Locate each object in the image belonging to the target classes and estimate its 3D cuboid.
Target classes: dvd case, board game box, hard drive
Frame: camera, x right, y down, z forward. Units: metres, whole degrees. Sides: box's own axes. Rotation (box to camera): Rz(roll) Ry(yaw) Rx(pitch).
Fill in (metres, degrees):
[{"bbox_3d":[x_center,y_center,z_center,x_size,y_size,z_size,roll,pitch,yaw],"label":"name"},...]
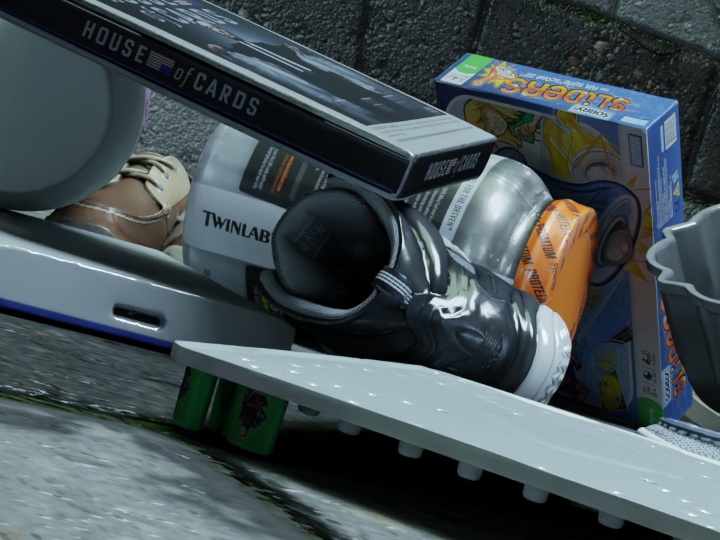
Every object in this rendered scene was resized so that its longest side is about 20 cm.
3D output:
[{"bbox_3d":[-0.049,-0.085,0.781,0.200,0.025,0.150,27,14,12],"label":"dvd case"},{"bbox_3d":[0.067,0.067,0.581,0.200,0.026,0.200,17,3,25],"label":"board game box"},{"bbox_3d":[-0.122,0.002,0.809,0.132,0.025,0.200,16,2,-22],"label":"hard drive"},{"bbox_3d":[0.115,-0.014,1.011,0.135,0.200,0.034,18,42,35],"label":"board game box"}]

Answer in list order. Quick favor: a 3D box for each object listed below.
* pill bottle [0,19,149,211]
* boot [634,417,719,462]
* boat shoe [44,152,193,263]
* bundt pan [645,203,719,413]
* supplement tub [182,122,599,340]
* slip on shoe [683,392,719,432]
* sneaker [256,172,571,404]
[{"bbox_3d":[-0.161,-0.088,0.903,0.112,0.113,0.200,16,5,-8],"label":"pill bottle"},{"bbox_3d":[0.206,0.069,0.696,0.200,0.091,0.073,17,2,7],"label":"boot"},{"bbox_3d":[-0.138,-0.038,1.071,0.076,0.072,0.200,16,2,3],"label":"boat shoe"},{"bbox_3d":[0.231,0.020,0.805,0.201,0.076,0.202,-8,16,2],"label":"bundt pan"},{"bbox_3d":[0.017,-0.014,0.963,0.200,0.123,0.123,17,2,20],"label":"supplement tub"},{"bbox_3d":[0.252,0.084,1.148,0.200,0.076,0.061,4,-30,-40],"label":"slip on shoe"},{"bbox_3d":[0.000,0.000,0.786,0.114,0.076,0.200,36,-5,-31],"label":"sneaker"}]
